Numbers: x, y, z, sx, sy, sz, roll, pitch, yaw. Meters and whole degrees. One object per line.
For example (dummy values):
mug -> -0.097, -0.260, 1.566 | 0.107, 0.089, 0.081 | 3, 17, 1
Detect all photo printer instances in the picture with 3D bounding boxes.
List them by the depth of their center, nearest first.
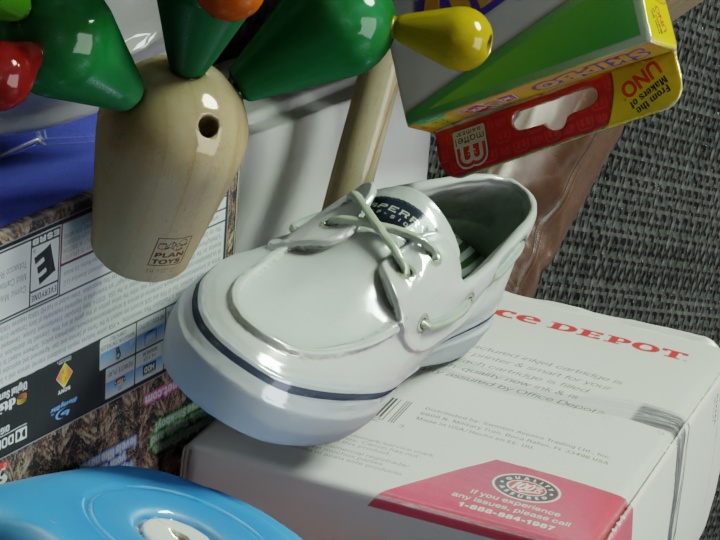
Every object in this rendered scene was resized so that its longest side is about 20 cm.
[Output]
photo printer -> -0.040, 0.020, 1.103 | 0.166, 0.069, 0.201 | -25, 125, -55

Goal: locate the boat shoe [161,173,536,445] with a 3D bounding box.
boat shoe -> 0.000, 0.000, 0.945 | 0.067, 0.073, 0.200 | -58, 168, 21

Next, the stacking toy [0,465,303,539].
stacking toy -> -0.087, 0.167, 0.871 | 0.110, 0.116, 0.201 | -5, 120, -57

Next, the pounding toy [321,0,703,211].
pounding toy -> 0.052, -0.141, 1.040 | 0.142, 0.200, 0.184 | -10, 69, -61

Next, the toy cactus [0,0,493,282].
toy cactus -> -0.039, -0.065, 0.821 | 0.200, 0.102, 0.165 | -17, 138, -38

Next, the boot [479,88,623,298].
boot -> 0.081, 0.000, 1.334 | 0.200, 0.064, 0.187 | -65, 153, -27

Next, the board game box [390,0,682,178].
board game box -> 0.044, -0.139, 0.970 | 0.030, 0.095, 0.201 | 3, 71, -61

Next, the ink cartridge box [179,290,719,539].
ink cartridge box -> 0.038, 0.079, 1.010 | 0.200, 0.146, 0.083 | -40, 139, -63

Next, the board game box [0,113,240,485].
board game box -> -0.126, 0.056, 0.933 | 0.159, 0.097, 0.201 | -27, 127, -54

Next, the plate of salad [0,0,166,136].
plate of salad -> -0.087, -0.127, 0.831 | 0.200, 0.048, 0.200 | -24, 140, -22
